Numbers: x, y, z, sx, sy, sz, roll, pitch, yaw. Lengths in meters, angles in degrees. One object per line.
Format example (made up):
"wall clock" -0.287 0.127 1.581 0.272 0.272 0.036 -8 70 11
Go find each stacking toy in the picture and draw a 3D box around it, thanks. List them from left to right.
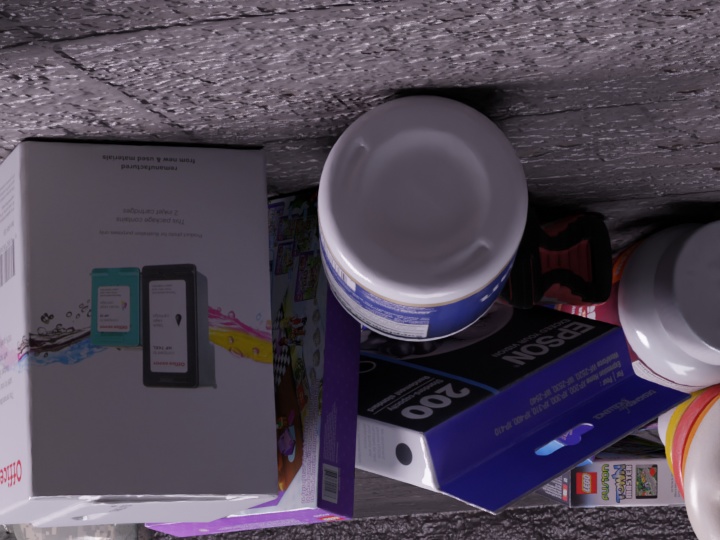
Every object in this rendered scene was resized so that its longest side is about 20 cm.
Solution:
"stacking toy" 0.254 0.118 1.824 0.146 0.147 0.200 1 -170 -19

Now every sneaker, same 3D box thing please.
"sneaker" 0.082 -0.004 1.688 0.087 0.074 0.200 -8 169 32

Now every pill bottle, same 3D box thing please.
"pill bottle" 0.032 -0.021 1.477 0.111 0.111 0.200 -2 170 -1
"pill bottle" 0.211 0.029 1.796 0.109 0.110 0.200 1 169 -17

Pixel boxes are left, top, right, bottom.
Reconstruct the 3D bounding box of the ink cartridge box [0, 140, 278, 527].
"ink cartridge box" -0.138 0.041 1.528 0.146 0.201 0.147 1 169 -19

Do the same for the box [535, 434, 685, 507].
"box" 0.182 0.149 1.993 0.110 0.035 0.200 0 -179 -12

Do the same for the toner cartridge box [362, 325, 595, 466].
"toner cartridge box" 0.067 0.078 1.862 0.200 0.043 0.095 30 157 -19

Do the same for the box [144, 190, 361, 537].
"box" -0.064 0.057 1.632 0.137 0.201 0.039 -9 160 36

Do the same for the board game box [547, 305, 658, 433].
"board game box" 0.162 0.068 2.025 0.159 0.097 0.200 -12 166 42

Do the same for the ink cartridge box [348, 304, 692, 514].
"ink cartridge box" 0.070 0.075 1.662 0.200 0.044 0.198 15 -151 40

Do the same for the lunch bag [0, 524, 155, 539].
"lunch bag" -0.218 0.136 2.062 0.117 0.164 0.200 2 176 -22
